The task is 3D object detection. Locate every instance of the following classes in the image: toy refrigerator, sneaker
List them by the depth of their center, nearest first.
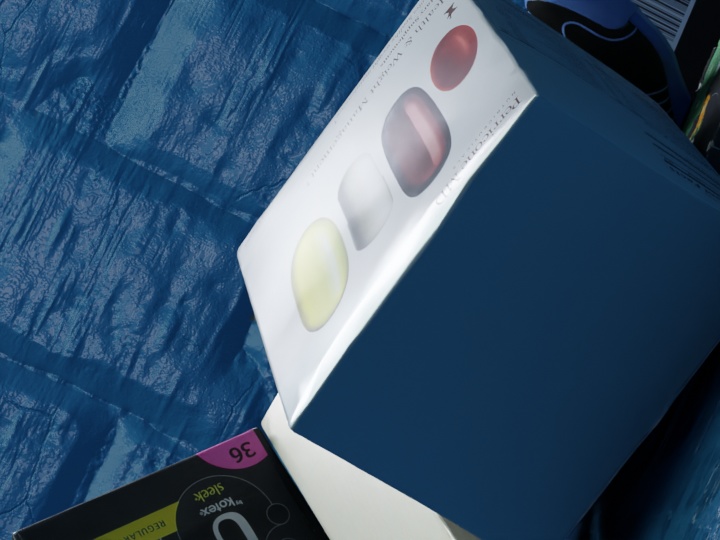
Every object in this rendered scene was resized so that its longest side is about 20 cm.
[{"bbox_3d":[0.025,0.119,1.178,0.070,0.076,0.200,-60,36,17],"label":"toy refrigerator"},{"bbox_3d":[0.137,-0.086,1.307,0.078,0.070,0.200,-58,-44,-17],"label":"sneaker"}]

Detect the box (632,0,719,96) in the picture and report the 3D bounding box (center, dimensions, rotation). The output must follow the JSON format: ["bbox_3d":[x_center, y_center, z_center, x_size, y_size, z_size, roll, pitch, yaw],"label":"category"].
[{"bbox_3d":[0.175,-0.149,1.628,0.200,0.124,0.197,-65,3,-24],"label":"box"}]

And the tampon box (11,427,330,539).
[{"bbox_3d":[-0.106,0.204,1.256,0.150,0.126,0.200,-22,-24,-29],"label":"tampon box"}]

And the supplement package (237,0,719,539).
[{"bbox_3d":[0.061,-0.007,1.114,0.191,0.147,0.200,-54,22,13],"label":"supplement package"}]

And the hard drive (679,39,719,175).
[{"bbox_3d":[0.198,-0.081,1.236,0.140,0.038,0.200,119,176,-66],"label":"hard drive"}]
